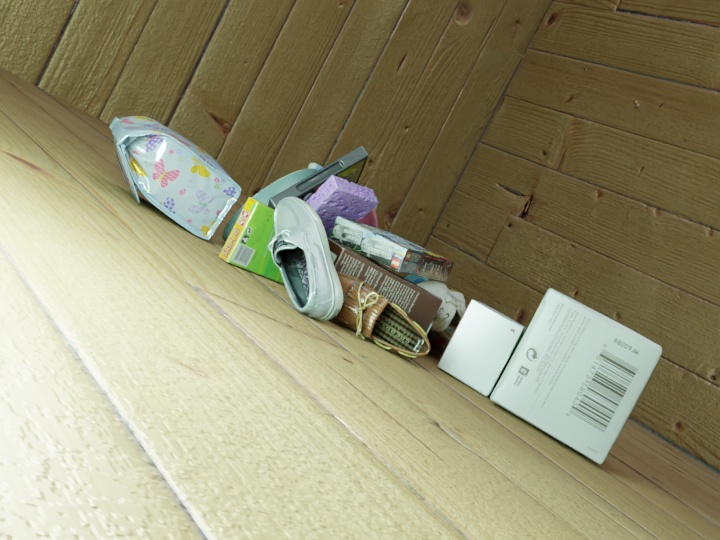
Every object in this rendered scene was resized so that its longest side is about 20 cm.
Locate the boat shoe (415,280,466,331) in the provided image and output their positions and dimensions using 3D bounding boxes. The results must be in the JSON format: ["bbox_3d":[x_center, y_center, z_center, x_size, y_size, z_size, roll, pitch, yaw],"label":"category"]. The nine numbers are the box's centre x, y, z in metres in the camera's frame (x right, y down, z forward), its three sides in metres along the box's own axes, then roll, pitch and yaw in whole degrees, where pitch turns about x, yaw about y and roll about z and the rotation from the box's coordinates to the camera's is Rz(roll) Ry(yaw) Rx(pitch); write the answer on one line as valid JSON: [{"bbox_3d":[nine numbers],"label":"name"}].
[{"bbox_3d":[0.132,0.068,1.522,0.199,0.070,0.070,14,50,-53],"label":"boat shoe"}]

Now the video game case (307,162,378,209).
[{"bbox_3d":[-0.063,-0.082,1.773,0.181,0.203,0.023,27,-11,-37],"label":"video game case"}]

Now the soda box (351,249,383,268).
[{"bbox_3d":[0.000,0.000,1.551,0.201,0.067,0.064,52,0,-7],"label":"soda box"}]

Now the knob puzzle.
[{"bbox_3d":[0.089,0.086,1.678,0.220,0.030,0.220,46,-12,12],"label":"knob puzzle"}]

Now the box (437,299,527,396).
[{"bbox_3d":[0.211,0.129,1.517,0.096,0.126,0.200,28,2,13],"label":"box"}]

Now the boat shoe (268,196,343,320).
[{"bbox_3d":[-0.085,-0.025,1.224,0.071,0.070,0.203,15,43,-47],"label":"boat shoe"}]

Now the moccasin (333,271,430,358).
[{"bbox_3d":[0.014,0.066,1.284,0.200,0.074,0.078,39,-8,-13],"label":"moccasin"}]

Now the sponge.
[{"bbox_3d":[-0.072,-0.068,1.441,0.111,0.199,0.030,10,45,-52],"label":"sponge"}]

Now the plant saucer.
[{"bbox_3d":[-0.141,-0.095,1.512,0.039,0.200,0.201,55,8,11],"label":"plant saucer"}]

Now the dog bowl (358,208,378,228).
[{"bbox_3d":[-0.049,-0.081,1.724,0.198,0.204,0.073,27,-12,-37],"label":"dog bowl"}]

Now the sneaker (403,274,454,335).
[{"bbox_3d":[0.150,0.096,1.763,0.131,0.079,0.200,50,0,-40],"label":"sneaker"}]

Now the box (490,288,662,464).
[{"bbox_3d":[0.338,0.162,1.417,0.198,0.202,0.171,29,2,14],"label":"box"}]

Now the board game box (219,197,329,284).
[{"bbox_3d":[-0.123,-0.035,1.346,0.030,0.097,0.199,30,2,35],"label":"board game box"}]

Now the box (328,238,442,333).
[{"bbox_3d":[0.018,0.042,1.375,0.198,0.101,0.075,28,2,-25],"label":"box"}]

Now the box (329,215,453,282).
[{"bbox_3d":[0.054,-0.032,1.449,0.135,0.041,0.199,26,6,27],"label":"box"}]

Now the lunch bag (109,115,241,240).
[{"bbox_3d":[-0.306,-0.155,1.403,0.199,0.128,0.169,38,0,-28],"label":"lunch bag"}]

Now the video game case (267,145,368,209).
[{"bbox_3d":[-0.082,-0.109,1.465,0.026,0.179,0.200,53,-22,11],"label":"video game case"}]
